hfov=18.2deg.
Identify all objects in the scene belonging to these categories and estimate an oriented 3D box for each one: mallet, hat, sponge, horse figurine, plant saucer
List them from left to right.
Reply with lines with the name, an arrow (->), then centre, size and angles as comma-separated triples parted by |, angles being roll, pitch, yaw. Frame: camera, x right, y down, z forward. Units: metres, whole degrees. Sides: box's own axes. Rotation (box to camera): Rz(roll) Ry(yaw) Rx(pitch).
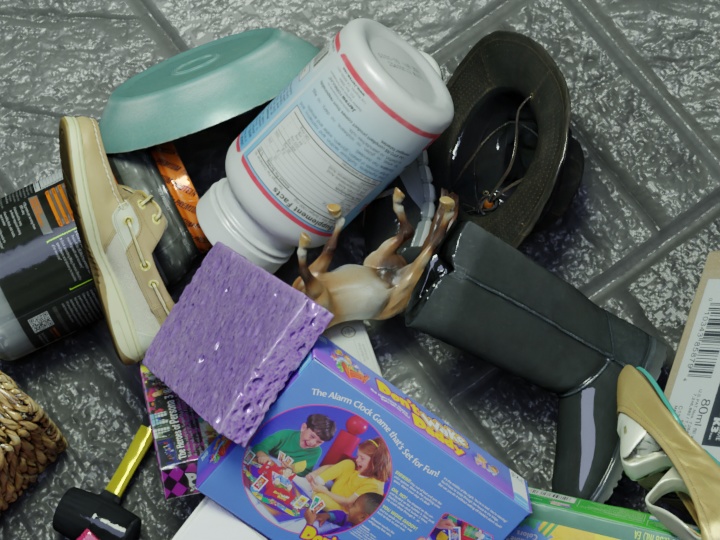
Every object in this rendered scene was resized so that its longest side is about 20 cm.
mallet -> -0.163, 0.138, 1.785 | 0.066, 0.041, 0.200 | 31, 73, 15
plant saucer -> -0.126, -0.151, 1.800 | 0.200, 0.200, 0.036 | -23, 106, -2
sponge -> -0.092, 0.049, 1.618 | 0.030, 0.200, 0.112 | 33, 89, -25
horse figurine -> 0.000, 0.000, 1.718 | 0.200, 0.133, 0.050 | -17, 48, -33
hat -> 0.127, -0.089, 1.798 | 0.081, 0.200, 0.201 | 15, 68, -33

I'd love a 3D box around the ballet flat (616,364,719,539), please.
ballet flat -> 0.224, 0.141, 1.632 | 0.063, 0.069, 0.200 | -31, 41, -6

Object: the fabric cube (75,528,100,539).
fabric cube -> -0.193, 0.331, 1.622 | 0.199, 0.200, 0.196 | -43, 81, -9

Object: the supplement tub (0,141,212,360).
supplement tub -> -0.221, -0.021, 1.797 | 0.200, 0.123, 0.123 | -25, 71, -3

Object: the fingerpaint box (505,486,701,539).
fingerpaint box -> 0.184, 0.261, 1.658 | 0.200, 0.073, 0.167 | 13, 95, 9

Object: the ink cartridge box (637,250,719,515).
ink cartridge box -> 0.315, 0.088, 1.690 | 0.165, 0.075, 0.200 | 0, 65, 48

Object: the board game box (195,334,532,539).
board game box -> 0.003, 0.152, 1.598 | 0.200, 0.045, 0.134 | 36, 109, -17

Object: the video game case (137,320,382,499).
video game case -> -0.076, 0.086, 1.724 | 0.181, 0.036, 0.200 | -11, 34, -7

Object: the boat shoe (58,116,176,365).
boat shoe -> -0.179, -0.029, 1.707 | 0.066, 0.074, 0.200 | -17, 114, -9

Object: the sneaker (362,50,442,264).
sneaker -> 0.001, -0.101, 1.801 | 0.075, 0.115, 0.200 | -21, 55, 42

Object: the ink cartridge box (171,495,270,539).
ink cartridge box -> -0.060, 0.259, 1.650 | 0.200, 0.146, 0.086 | 38, 81, 2

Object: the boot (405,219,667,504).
boot -> 0.121, 0.075, 1.707 | 0.200, 0.066, 0.165 | 32, 68, -23

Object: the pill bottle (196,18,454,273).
pill bottle -> -0.031, -0.089, 1.718 | 0.200, 0.109, 0.109 | -43, 70, 23

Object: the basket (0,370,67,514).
basket -> -0.353, 0.112, 1.754 | 0.200, 0.143, 0.149 | 41, 79, 17
